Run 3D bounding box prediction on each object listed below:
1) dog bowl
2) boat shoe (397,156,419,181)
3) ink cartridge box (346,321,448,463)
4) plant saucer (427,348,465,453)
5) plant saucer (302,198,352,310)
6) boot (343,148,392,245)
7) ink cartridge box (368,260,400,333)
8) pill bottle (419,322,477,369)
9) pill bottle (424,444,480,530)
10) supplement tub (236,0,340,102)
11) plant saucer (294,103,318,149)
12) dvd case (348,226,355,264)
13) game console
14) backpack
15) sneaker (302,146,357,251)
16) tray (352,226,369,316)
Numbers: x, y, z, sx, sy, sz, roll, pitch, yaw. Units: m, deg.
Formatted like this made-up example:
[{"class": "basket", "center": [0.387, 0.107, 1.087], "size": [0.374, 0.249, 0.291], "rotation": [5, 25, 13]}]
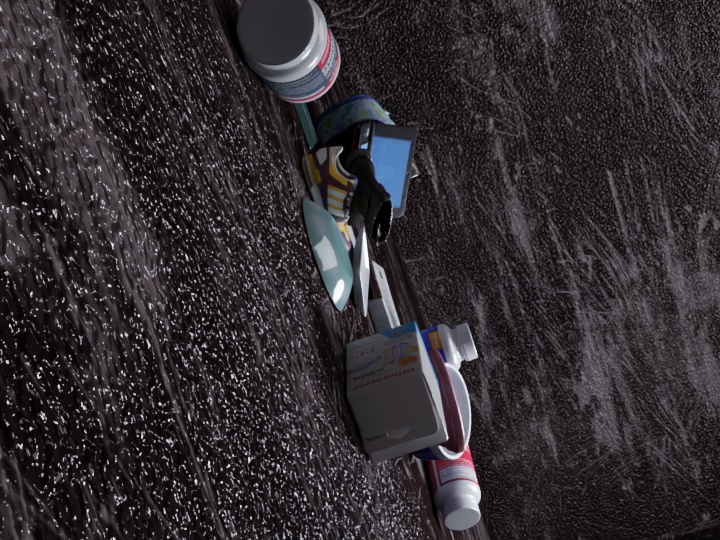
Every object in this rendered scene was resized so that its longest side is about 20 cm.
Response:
[{"class": "dog bowl", "center": [0.160, 0.302, 1.861], "size": [0.199, 0.078, 0.204], "rotation": [24, 62, -55]}, {"class": "boat shoe", "center": [0.042, -0.190, 1.959], "size": [0.067, 0.199, 0.072], "rotation": [57, 10, -5]}, {"class": "ink cartridge box", "center": [0.055, 0.193, 1.360], "size": [0.201, 0.126, 0.127], "rotation": [-93, 163, -68]}, {"class": "plant saucer", "center": [0.150, 0.256, 1.675], "size": [0.201, 0.050, 0.204], "rotation": [165, -89, -87]}, {"class": "plant saucer", "center": [-0.048, -0.033, 1.497], "size": [0.201, 0.038, 0.205], "rotation": [-18, 91, -84]}, {"class": "boot", "center": [0.010, -0.113, 1.656], "size": [0.202, 0.068, 0.176], "rotation": [98, -23, -47]}, {"class": "ink cartridge box", "center": [0.047, 0.076, 2.008], "size": [0.200, 0.043, 0.177], "rotation": [32, 40, -80]}, {"class": "pill bottle", "center": [0.162, 0.189, 1.978], "size": [0.112, 0.197, 0.114], "rotation": [-19, 90, -84]}, {"class": "pill bottle", "center": [0.215, 0.488, 2.012], "size": [0.202, 0.110, 0.113], "rotation": [-100, 170, -48]}, {"class": "supplement tub", "center": [-0.112, -0.357, 1.379], "size": [0.200, 0.138, 0.143], "rotation": [23, 49, -82]}, {"class": "plant saucer", "center": [-0.127, -0.352, 1.789], "size": [0.070, 0.019, 0.203], "rotation": [-79, 150, -77]}, {"class": "dvd case", "center": [-0.035, -0.084, 1.839], "size": [0.200, 0.017, 0.145], "rotation": [-39, 112, -83]}, {"class": "game console", "center": [0.042, -0.208, 1.852], "size": [0.172, 0.116, 0.204], "rotation": [-52, 151, -75]}, {"class": "backpack", "center": [-0.009, -0.308, 1.984], "size": [0.200, 0.181, 0.149], "rotation": [43, 24, -55]}, {"class": "sneaker", "center": [-0.039, -0.129, 1.610], "size": [0.075, 0.089, 0.203], "rotation": [-94, 164, -66]}, {"class": "tray", "center": [0.000, 0.000, 1.775], "size": [0.201, 0.022, 0.109], "rotation": [-85, 170, -62]}]
